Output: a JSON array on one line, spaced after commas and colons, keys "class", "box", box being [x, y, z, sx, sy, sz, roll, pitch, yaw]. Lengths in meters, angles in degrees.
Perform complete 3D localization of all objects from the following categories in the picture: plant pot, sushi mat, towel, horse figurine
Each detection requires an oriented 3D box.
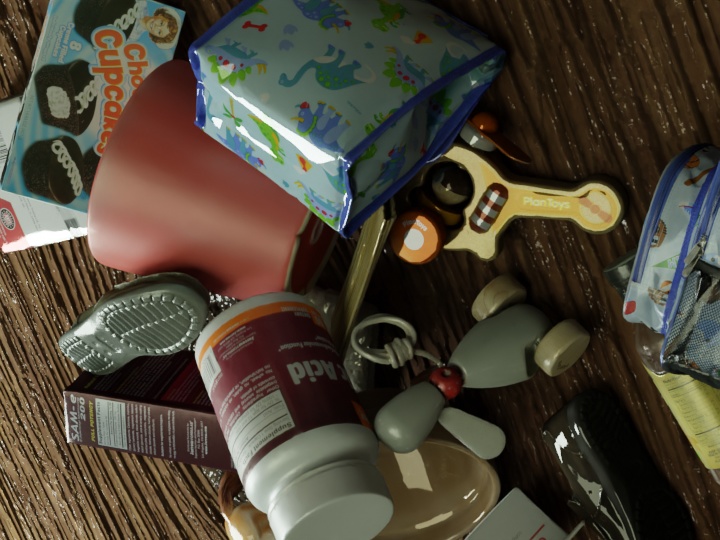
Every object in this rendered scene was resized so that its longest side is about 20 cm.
[{"class": "plant pot", "box": [0.022, 0.173, 1.311, 0.200, 0.093, 0.201, -4, 138, -4]}, {"class": "plant pot", "box": [-0.113, -0.064, 1.258, 0.177, 0.201, 0.201, 22, 124, 11]}, {"class": "sushi mat", "box": [0.000, 0.000, 1.218, 0.012, 0.096, 0.200, 11, 133, -9]}, {"class": "towel", "box": [-0.046, 0.100, 1.385, 0.132, 0.034, 0.201, 20, 121, 23]}, {"class": "horse figurine", "box": [-0.073, 0.261, 1.419, 0.200, 0.132, 0.050, 41, 129, 11]}]

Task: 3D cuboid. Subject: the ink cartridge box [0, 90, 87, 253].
[{"class": "ink cartridge box", "box": [-0.287, -0.111, 1.409, 0.199, 0.083, 0.147, -10, 107, 36]}]

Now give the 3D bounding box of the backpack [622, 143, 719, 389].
[{"class": "backpack", "box": [0.283, -0.019, 1.016, 0.154, 0.200, 0.191, 27, 112, 19]}]

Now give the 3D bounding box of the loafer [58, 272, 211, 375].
[{"class": "loafer", "box": [-0.194, 0.033, 1.251, 0.075, 0.070, 0.200, 42, 143, -24]}]

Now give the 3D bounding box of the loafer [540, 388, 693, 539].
[{"class": "loafer", "box": [0.220, 0.196, 1.237, 0.071, 0.073, 0.201, -23, 94, 49]}]

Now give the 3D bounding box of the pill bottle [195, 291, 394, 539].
[{"class": "pill bottle", "box": [-0.053, 0.126, 1.172, 0.114, 0.114, 0.200, -58, 45, 38]}]

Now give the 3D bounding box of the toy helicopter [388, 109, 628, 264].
[{"class": "toy helicopter", "box": [0.119, -0.071, 1.177, 0.199, 0.079, 0.133, 7, 108, 20]}]

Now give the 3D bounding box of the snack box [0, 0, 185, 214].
[{"class": "snack box", "box": [-0.240, -0.153, 1.289, 0.037, 0.116, 0.201, -160, 85, -70]}]

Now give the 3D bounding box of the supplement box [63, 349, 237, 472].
[{"class": "supplement box", "box": [-0.158, 0.124, 1.319, 0.199, 0.109, 0.061, 8, 115, 14]}]

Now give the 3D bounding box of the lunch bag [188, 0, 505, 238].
[{"class": "lunch bag", "box": [-0.009, -0.153, 1.130, 0.170, 0.200, 0.128, 36, 154, 17]}]

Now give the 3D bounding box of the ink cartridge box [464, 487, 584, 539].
[{"class": "ink cartridge box", "box": [0.110, 0.270, 1.277, 0.067, 0.116, 0.200, 42, 147, 11]}]

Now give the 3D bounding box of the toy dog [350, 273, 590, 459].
[{"class": "toy dog", "box": [0.094, 0.090, 1.206, 0.097, 0.199, 0.132, 88, 161, -52]}]

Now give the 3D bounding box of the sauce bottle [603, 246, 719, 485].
[{"class": "sauce bottle", "box": [0.262, 0.074, 1.145, 0.065, 0.065, 0.201, -28, 94, 40]}]
